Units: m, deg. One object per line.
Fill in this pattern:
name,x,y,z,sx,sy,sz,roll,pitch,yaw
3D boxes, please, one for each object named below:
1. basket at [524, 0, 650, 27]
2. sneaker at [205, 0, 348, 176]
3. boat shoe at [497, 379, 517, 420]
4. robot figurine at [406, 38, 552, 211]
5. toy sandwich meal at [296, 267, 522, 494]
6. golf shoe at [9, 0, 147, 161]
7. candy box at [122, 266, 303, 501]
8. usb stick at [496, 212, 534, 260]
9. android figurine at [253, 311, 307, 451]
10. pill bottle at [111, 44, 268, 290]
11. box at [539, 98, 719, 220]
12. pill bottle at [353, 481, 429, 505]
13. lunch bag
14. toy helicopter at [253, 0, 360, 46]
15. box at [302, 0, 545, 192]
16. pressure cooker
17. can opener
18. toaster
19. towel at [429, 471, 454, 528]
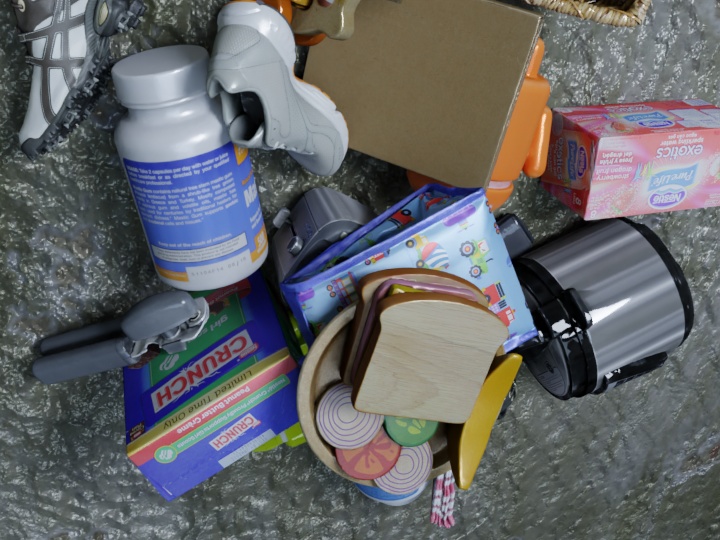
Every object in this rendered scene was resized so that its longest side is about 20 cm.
basket,0.180,-0.329,0.647,0.142,0.149,0.200,5,117,-22
sneaker,-0.076,-0.128,0.655,0.200,0.076,0.092,51,51,-53
boat shoe,0.156,0.138,0.906,0.056,0.069,0.200,5,161,6
robot figurine,0.115,-0.139,0.751,0.144,0.117,0.200,-14,129,-50
toy sandwich meal,0.045,0.099,0.620,0.205,0.070,0.206,-4,107,-13
golf shoe,-0.249,-0.190,0.631,0.094,0.078,0.200,30,105,-12
candy box,-0.143,0.094,0.744,0.169,0.200,0.077,-31,124,0
usb stick,0.111,0.008,0.884,0.200,0.033,0.055,-37,125,4
android figurine,-0.086,0.136,0.883,0.200,0.041,0.182,-25,125,-7
pill bottle,-0.154,-0.092,0.686,0.112,0.112,0.200,-15,123,-11
box,0.314,-0.125,0.838,0.200,0.103,0.095,-7,121,-16
pill bottle,0.032,0.208,0.901,0.112,0.112,0.200,-22,144,-7
lunch bag,0.035,0.036,0.672,0.200,0.094,0.151,-32,111,-19
toy helicopter,-0.007,-0.256,0.619,0.079,0.200,0.133,-18,111,-57
box,0.044,-0.176,0.690,0.200,0.021,0.164,22,116,14
pressure cooker,0.245,0.049,0.870,0.200,0.179,0.176,-24,124,-9
can opener,-0.239,0.058,0.737,0.200,0.053,0.067,-15,133,17
toaster,0.000,0.000,0.783,0.200,0.129,0.114,28,107,-30
towel,0.113,0.191,0.925,0.030,0.146,0.200,8,118,5
